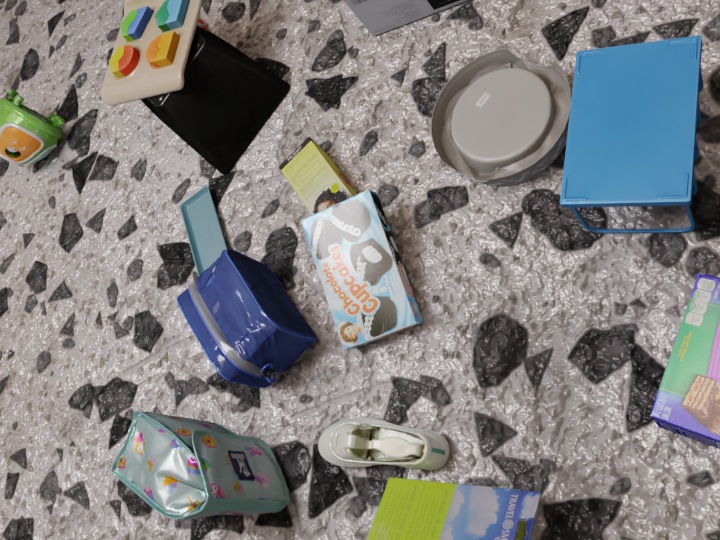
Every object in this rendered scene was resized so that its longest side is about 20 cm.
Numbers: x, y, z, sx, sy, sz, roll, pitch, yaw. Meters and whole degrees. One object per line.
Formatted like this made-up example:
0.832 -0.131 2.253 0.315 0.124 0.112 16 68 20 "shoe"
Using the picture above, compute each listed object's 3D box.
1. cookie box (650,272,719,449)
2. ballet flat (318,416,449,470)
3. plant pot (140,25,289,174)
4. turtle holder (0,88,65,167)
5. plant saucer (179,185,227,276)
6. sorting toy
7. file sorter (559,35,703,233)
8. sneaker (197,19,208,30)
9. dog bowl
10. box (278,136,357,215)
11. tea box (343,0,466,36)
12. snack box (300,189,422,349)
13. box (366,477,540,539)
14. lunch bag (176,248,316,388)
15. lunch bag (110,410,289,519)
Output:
0.430 0.114 0.744 0.200 0.075 0.171 17 82 33 "cookie box"
0.018 0.228 0.954 0.200 0.069 0.070 -3 72 30 "ballet flat"
-0.286 -0.323 1.262 0.199 0.177 0.200 41 96 35 "plant pot"
-0.728 -0.301 1.538 0.185 0.141 0.132 32 92 33 "turtle holder"
-0.264 -0.052 1.249 0.070 0.019 0.200 -32 60 17 "plant saucer"
-0.349 -0.381 1.191 0.185 0.036 0.200 -3 72 30 "sorting toy"
0.335 -0.153 0.866 0.139 0.123 0.200 1 73 32 "file sorter"
-0.366 -0.476 1.442 0.200 0.077 0.082 53 130 33 "sneaker"
0.200 -0.208 1.004 0.200 0.059 0.200 -11 67 27 "dog bowl"
-0.050 -0.117 1.125 0.075 0.050 0.200 -43 56 11 "box"
0.075 -0.518 1.142 0.200 0.134 0.197 -12 67 27 "tea box"
0.000 0.000 1.026 0.116 0.037 0.200 -23 81 19 "snack box"
0.109 0.313 0.850 0.200 0.048 0.122 -4 39 30 "box"
-0.172 0.084 1.075 0.132 0.136 0.200 -44 58 11 "lunch bag"
-0.216 0.281 1.008 0.200 0.170 0.122 16 83 38 "lunch bag"
